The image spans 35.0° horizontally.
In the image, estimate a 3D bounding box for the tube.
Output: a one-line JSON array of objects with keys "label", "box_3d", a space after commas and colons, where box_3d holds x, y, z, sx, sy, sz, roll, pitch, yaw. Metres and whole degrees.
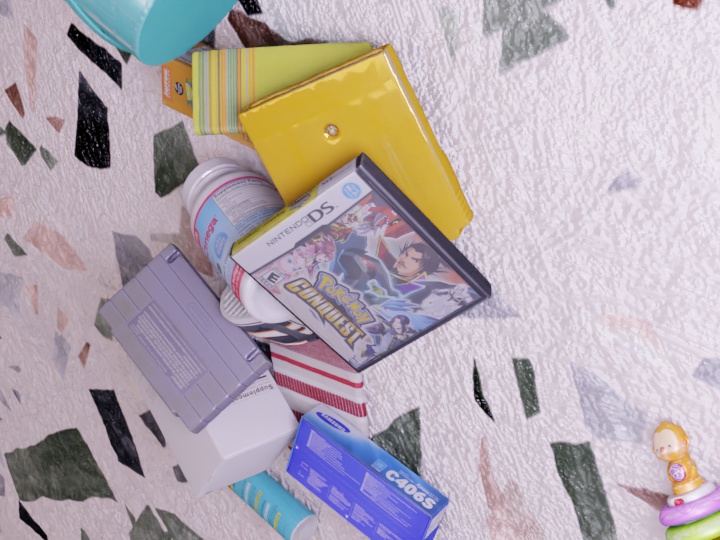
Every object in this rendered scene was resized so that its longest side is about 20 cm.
[{"label": "tube", "box_3d": [-0.141, 0.300, 1.572, 0.199, 0.050, 0.078, 33, 122, 34]}]

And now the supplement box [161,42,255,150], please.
[{"label": "supplement box", "box_3d": [-0.132, -0.185, 1.249, 0.199, 0.069, 0.067, 29, 130, 34]}]

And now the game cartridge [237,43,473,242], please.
[{"label": "game cartridge", "box_3d": [-0.002, -0.101, 1.127, 0.175, 0.032, 0.201, -17, 113, 28]}]

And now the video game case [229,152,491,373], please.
[{"label": "video game case", "box_3d": [0.000, 0.000, 1.139, 0.180, 0.026, 0.200, -32, 118, 29]}]

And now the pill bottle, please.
[{"label": "pill bottle", "box_3d": [-0.122, -0.040, 1.269, 0.200, 0.108, 0.109, 48, 142, 41]}]

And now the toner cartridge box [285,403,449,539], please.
[{"label": "toner cartridge box", "box_3d": [0.005, 0.255, 1.360, 0.199, 0.043, 0.096, 35, 127, 22]}]

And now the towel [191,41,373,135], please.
[{"label": "towel", "box_3d": [-0.080, -0.183, 1.156, 0.198, 0.018, 0.087, 1, 93, 21]}]

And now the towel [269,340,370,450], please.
[{"label": "towel", "box_3d": [-0.046, 0.156, 1.401, 0.143, 0.023, 0.202, 17, 126, 37]}]

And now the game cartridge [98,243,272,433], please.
[{"label": "game cartridge", "box_3d": [-0.213, 0.081, 1.371, 0.130, 0.038, 0.200, -43, 70, 5]}]

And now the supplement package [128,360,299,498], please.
[{"label": "supplement package", "box_3d": [-0.187, 0.160, 1.448, 0.201, 0.119, 0.121, 59, 141, 19]}]

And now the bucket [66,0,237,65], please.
[{"label": "bucket", "box_3d": [-0.204, -0.315, 1.136, 0.135, 0.207, 0.207, 44, 138, 7]}]

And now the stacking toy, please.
[{"label": "stacking toy", "box_3d": [0.312, 0.231, 1.025, 0.116, 0.109, 0.201, -33, 77, 53]}]

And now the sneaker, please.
[{"label": "sneaker", "box_3d": [-0.060, 0.040, 1.306, 0.199, 0.079, 0.079, -1, 156, 33]}]
